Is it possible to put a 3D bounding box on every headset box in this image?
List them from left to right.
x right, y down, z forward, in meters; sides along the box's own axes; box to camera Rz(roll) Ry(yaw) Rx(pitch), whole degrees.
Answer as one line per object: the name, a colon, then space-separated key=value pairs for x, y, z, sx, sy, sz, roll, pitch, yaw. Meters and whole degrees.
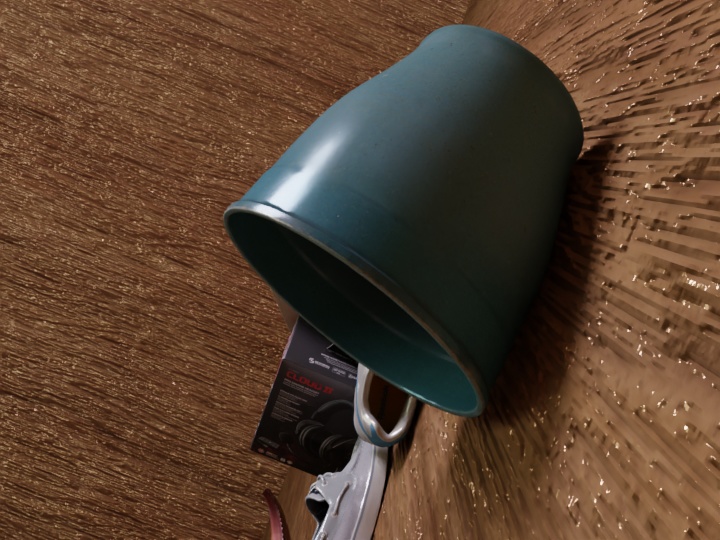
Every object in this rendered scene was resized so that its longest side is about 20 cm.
headset box: x=-0.033 y=0.152 z=0.864 sx=0.078 sy=0.146 sz=0.202 roll=-72 pitch=5 yaw=-48

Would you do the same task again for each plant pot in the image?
plant pot: x=0.045 y=-0.043 z=0.485 sx=0.189 sy=0.199 sz=0.200 roll=-53 pitch=-2 yaw=-16

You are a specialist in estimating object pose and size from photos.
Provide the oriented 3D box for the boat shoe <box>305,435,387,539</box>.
boat shoe: x=-0.022 y=0.239 z=0.748 sx=0.071 sy=0.070 sz=0.203 roll=114 pitch=176 yaw=-45

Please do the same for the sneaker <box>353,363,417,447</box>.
sneaker: x=0.033 y=0.073 z=0.747 sx=0.081 sy=0.074 sz=0.205 roll=129 pitch=144 yaw=-78

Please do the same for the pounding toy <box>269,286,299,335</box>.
pounding toy: x=0.000 y=0.000 z=0.910 sx=0.202 sy=0.139 sz=0.187 roll=75 pitch=-153 yaw=-56

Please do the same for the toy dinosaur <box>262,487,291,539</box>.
toy dinosaur: x=-0.072 y=0.306 z=0.551 sx=0.180 sy=0.199 sz=0.107 roll=-33 pitch=-35 yaw=-31
